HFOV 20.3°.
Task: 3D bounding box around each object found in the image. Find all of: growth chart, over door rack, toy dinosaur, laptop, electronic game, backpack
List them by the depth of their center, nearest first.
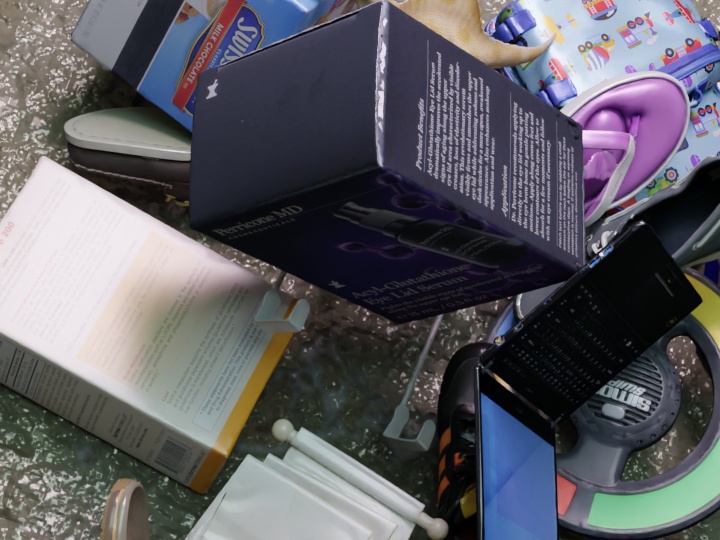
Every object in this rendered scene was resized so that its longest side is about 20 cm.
[{"bbox_3d":[-0.053,0.194,1.224,0.145,0.018,0.200,41,85,3],"label":"growth chart"},{"bbox_3d":[0.144,0.091,1.225,0.200,0.177,0.103,-41,65,5],"label":"laptop"},{"bbox_3d":[0.051,-0.136,1.280,0.200,0.101,0.058,17,15,-37],"label":"toy dinosaur"},{"bbox_3d":[0.000,0.000,1.309,0.148,0.067,0.200,43,47,-33],"label":"over door rack"},{"bbox_3d":[0.175,0.082,1.343,0.199,0.042,0.201,-2,70,5],"label":"electronic game"},{"bbox_3d":[0.184,-0.103,1.419,0.182,0.135,0.200,-21,74,-23],"label":"backpack"}]

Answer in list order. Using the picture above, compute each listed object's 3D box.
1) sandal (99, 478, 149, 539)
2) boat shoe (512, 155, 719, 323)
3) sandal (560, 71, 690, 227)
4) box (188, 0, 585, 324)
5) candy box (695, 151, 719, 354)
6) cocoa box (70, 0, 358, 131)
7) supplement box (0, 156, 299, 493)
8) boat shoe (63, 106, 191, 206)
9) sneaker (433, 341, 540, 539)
[{"bbox_3d":[-0.113,0.218,1.173,0.054,0.080,0.201,-10,90,4],"label":"sandal"},{"bbox_3d":[0.176,-0.017,1.304,0.062,0.200,0.073,27,40,-53],"label":"boat shoe"},{"bbox_3d":[0.135,-0.058,1.313,0.202,0.050,0.083,-30,116,-7],"label":"sandal"},{"bbox_3d":[0.018,-0.057,1.179,0.200,0.148,0.105,24,59,-44],"label":"box"},{"bbox_3d":[0.340,-0.023,1.396,0.200,0.169,0.077,-16,38,-22],"label":"candy box"},{"bbox_3d":[-0.073,-0.196,1.353,0.131,0.133,0.200,38,35,3],"label":"cocoa box"},{"bbox_3d":[-0.152,0.035,1.284,0.200,0.074,0.126,30,59,-2],"label":"supplement box"},{"bbox_3d":[-0.101,-0.070,1.356,0.201,0.061,0.072,2,29,-15],"label":"boat shoe"},{"bbox_3d":[0.081,0.136,1.273,0.070,0.090,0.201,0,73,5],"label":"sneaker"}]
